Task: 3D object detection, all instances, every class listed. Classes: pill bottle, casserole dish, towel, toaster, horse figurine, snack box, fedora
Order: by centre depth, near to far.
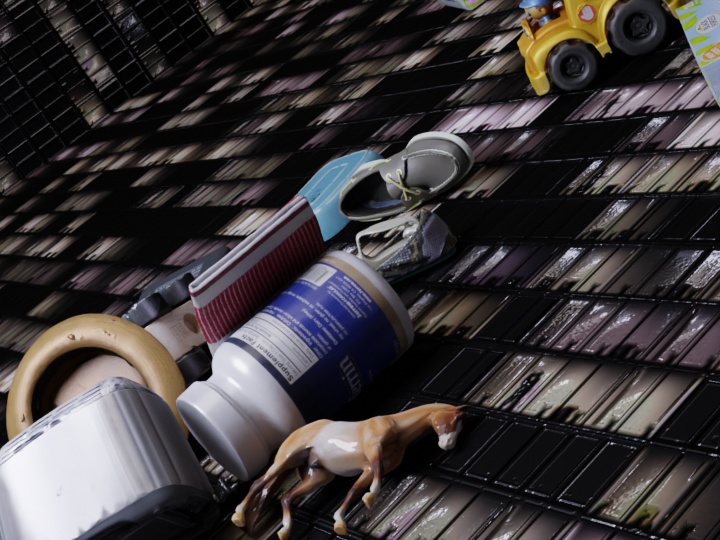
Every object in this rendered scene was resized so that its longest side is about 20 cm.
[{"bbox_3d":[-0.020,0.155,1.037,0.200,0.050,0.133,-18,25,37],"label":"horse figurine"},{"bbox_3d":[-0.210,0.179,1.089,0.200,0.114,0.129,-34,63,9],"label":"toaster"},{"bbox_3d":[-0.058,0.084,1.164,0.200,0.116,0.116,-41,21,-20],"label":"pill bottle"},{"bbox_3d":[-0.082,0.038,1.218,0.023,0.200,0.144,33,63,34],"label":"towel"},{"bbox_3d":[0.404,-0.240,1.279,0.168,0.068,0.200,-26,20,18],"label":"snack box"},{"bbox_3d":[-0.249,0.142,1.304,0.200,0.201,0.082,-30,-17,9],"label":"fedora"},{"bbox_3d":[-0.040,-0.092,1.666,0.121,0.039,0.200,-15,28,44],"label":"casserole dish"}]

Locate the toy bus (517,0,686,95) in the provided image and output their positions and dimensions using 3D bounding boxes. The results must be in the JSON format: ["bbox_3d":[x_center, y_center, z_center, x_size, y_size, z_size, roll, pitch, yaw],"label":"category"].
[{"bbox_3d":[0.253,-0.328,1.539,0.200,0.192,0.136,-29,21,15],"label":"toy bus"}]

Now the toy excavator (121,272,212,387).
[{"bbox_3d":[-0.250,0.116,1.409,0.200,0.100,0.194,-41,-3,31],"label":"toy excavator"}]

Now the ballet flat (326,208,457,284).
[{"bbox_3d":[0.000,0.000,1.343,0.200,0.072,0.072,-33,20,3],"label":"ballet flat"}]

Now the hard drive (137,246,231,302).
[{"bbox_3d":[-0.230,0.051,1.631,0.139,0.033,0.200,-27,20,17],"label":"hard drive"}]

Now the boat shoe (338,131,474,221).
[{"bbox_3d":[0.049,-0.101,1.504,0.201,0.072,0.060,-18,26,52],"label":"boat shoe"}]

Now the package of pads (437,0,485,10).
[{"bbox_3d":[0.222,-0.515,2.202,0.200,0.068,0.155,-35,19,-3],"label":"package of pads"}]
